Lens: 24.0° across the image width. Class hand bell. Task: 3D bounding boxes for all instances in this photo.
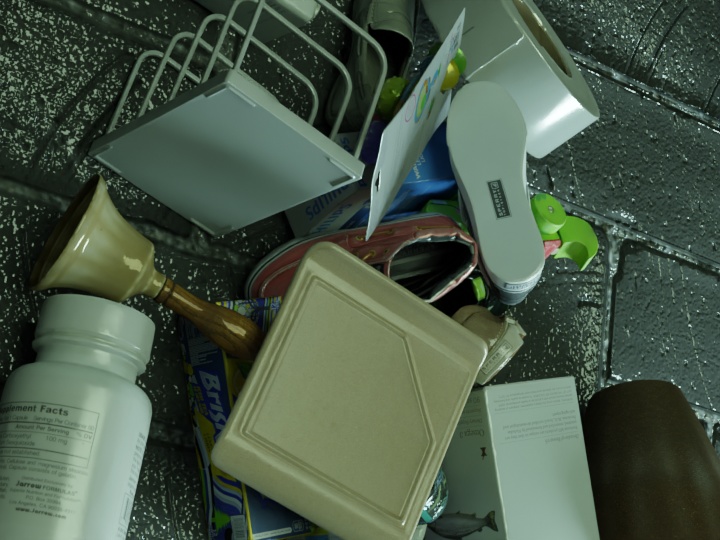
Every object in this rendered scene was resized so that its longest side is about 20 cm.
[{"bbox_3d":[-0.149,0.019,1.337,0.200,0.104,0.104,31,62,-17],"label":"hand bell"}]

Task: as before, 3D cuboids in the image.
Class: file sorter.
[{"bbox_3d":[-0.096,-0.133,1.378,0.139,0.200,0.125,35,57,-28],"label":"file sorter"}]

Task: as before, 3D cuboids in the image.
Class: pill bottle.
[{"bbox_3d":[-0.219,0.126,1.275,0.114,0.114,0.200,23,67,-33],"label":"pill bottle"}]

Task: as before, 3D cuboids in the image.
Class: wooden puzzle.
[{"bbox_3d":[-0.007,0.105,1.356,0.185,0.037,0.200,33,72,-21],"label":"wooden puzzle"}]

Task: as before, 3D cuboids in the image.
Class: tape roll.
[{"bbox_3d":[0.141,-0.206,1.594,0.203,0.071,0.203,50,18,-22],"label":"tape roll"}]

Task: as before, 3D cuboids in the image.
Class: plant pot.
[{"bbox_3d":[0.278,0.214,1.631,0.187,0.187,0.200,15,57,-36],"label":"plant pot"}]

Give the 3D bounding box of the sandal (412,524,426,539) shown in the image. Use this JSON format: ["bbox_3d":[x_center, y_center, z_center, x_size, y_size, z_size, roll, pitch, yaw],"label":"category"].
[{"bbox_3d":[0.027,0.188,1.498,0.050,0.082,0.203,57,44,-72],"label":"sandal"}]

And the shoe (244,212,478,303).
[{"bbox_3d":[0.000,0.000,1.438,0.200,0.091,0.072,-16,102,-7],"label":"shoe"}]

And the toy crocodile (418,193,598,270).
[{"bbox_3d":[0.132,-0.034,1.555,0.200,0.068,0.062,7,50,-37],"label":"toy crocodile"}]

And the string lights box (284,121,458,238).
[{"bbox_3d":[0.036,-0.083,1.525,0.200,0.103,0.059,-10,71,-40],"label":"string lights box"}]

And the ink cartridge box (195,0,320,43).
[{"bbox_3d":[-0.118,-0.313,1.467,0.200,0.087,0.146,30,64,-29],"label":"ink cartridge box"}]

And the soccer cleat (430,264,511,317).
[{"bbox_3d":[0.099,0.021,1.574,0.200,0.081,0.068,-17,91,-40],"label":"soccer cleat"}]

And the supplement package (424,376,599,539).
[{"bbox_3d":[0.131,0.205,1.538,0.117,0.117,0.201,-4,82,-39],"label":"supplement package"}]

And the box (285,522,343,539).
[{"bbox_3d":[-0.029,0.158,1.419,0.048,0.117,0.201,-8,86,-33],"label":"box"}]

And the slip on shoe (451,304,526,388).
[{"bbox_3d":[0.103,0.064,1.519,0.061,0.200,0.076,43,93,3],"label":"slip on shoe"}]

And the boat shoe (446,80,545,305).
[{"bbox_3d":[0.117,-0.067,1.475,0.072,0.068,0.200,-10,67,-7],"label":"boat shoe"}]

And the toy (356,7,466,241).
[{"bbox_3d":[0.033,-0.130,1.416,0.047,0.115,0.200,21,43,14],"label":"toy"}]

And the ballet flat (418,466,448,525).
[{"bbox_3d":[0.014,0.124,1.452,0.074,0.074,0.200,-19,69,-39],"label":"ballet flat"}]

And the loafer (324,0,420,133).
[{"bbox_3d":[0.025,-0.212,1.570,0.070,0.070,0.200,28,64,-31],"label":"loafer"}]

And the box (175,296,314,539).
[{"bbox_3d":[-0.096,0.126,1.407,0.070,0.064,0.201,-5,84,-39],"label":"box"}]
